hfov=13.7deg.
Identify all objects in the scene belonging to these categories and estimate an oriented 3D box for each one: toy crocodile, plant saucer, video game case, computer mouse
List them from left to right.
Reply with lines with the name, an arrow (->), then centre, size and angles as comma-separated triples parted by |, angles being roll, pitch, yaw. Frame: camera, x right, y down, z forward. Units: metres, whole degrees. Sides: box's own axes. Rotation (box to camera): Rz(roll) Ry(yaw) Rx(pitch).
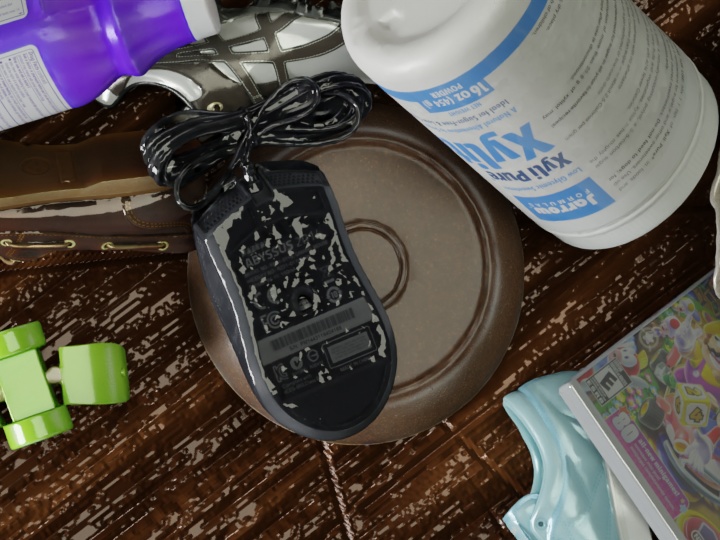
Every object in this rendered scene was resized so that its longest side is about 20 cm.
toy crocodile -> -0.227, 0.080, 1.694 | 0.199, 0.062, 0.068 | -20, 88, -4
computer mouse -> -0.039, -0.003, 1.685 | 0.138, 0.053, 0.201 | -17, 94, -17
plant saucer -> 0.000, 0.000, 1.737 | 0.199, 0.034, 0.202 | 1, 86, -8
video game case -> 0.225, 0.073, 1.733 | 0.200, 0.018, 0.144 | -35, 90, -29

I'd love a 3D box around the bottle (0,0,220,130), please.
bottle -> -0.178, -0.124, 1.661 | 0.199, 0.084, 0.066 | -18, 61, 5

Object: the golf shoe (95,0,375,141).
golf shoe -> -0.060, -0.116, 1.723 | 0.199, 0.078, 0.095 | 11, 89, 4

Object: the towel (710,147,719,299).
towel -> 0.255, -0.055, 1.726 | 0.132, 0.034, 0.201 | 23, 70, -44

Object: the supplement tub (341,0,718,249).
supplement tub -> 0.095, -0.114, 1.665 | 0.200, 0.132, 0.132 | 39, 80, -38

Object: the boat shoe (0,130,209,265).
boat shoe -> -0.185, -0.034, 1.700 | 0.198, 0.071, 0.071 | 0, 125, -1

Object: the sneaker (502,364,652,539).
sneaker -> 0.125, 0.157, 1.725 | 0.081, 0.074, 0.201 | -10, 77, -3
